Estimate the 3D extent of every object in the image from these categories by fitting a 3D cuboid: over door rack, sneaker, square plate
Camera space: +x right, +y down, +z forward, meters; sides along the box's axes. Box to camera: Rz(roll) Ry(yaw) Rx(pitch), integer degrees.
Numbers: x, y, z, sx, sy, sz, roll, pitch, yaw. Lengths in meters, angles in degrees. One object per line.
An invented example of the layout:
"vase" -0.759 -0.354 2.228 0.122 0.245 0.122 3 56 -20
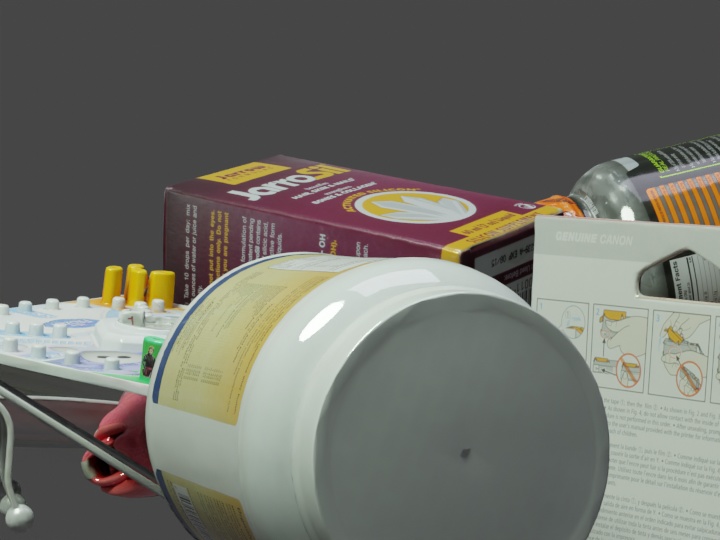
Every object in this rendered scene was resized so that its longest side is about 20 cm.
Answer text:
"over door rack" -0.135 0.099 1.110 0.199 0.067 0.148 21 -4 -11
"sneaker" -0.128 0.095 1.316 0.086 0.074 0.200 -22 -1 -20
"square plate" -0.229 0.098 1.463 0.197 0.029 0.199 8 -8 -41

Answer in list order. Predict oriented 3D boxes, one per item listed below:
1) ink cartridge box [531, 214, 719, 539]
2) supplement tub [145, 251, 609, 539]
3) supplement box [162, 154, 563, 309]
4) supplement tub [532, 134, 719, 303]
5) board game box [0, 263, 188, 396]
"ink cartridge box" 0.153 0.069 1.019 0.045 0.178 0.199 6 0 -41
"supplement tub" 0.003 0.066 0.923 0.143 0.146 0.200 7 -1 -21
"supplement box" 0.000 0.000 1.251 0.199 0.086 0.110 13 20 33
"supplement tub" 0.202 -0.014 1.295 0.199 0.123 0.123 -13 2 -10
"board game box" -0.101 0.027 1.132 0.199 0.026 0.199 10 9 33
